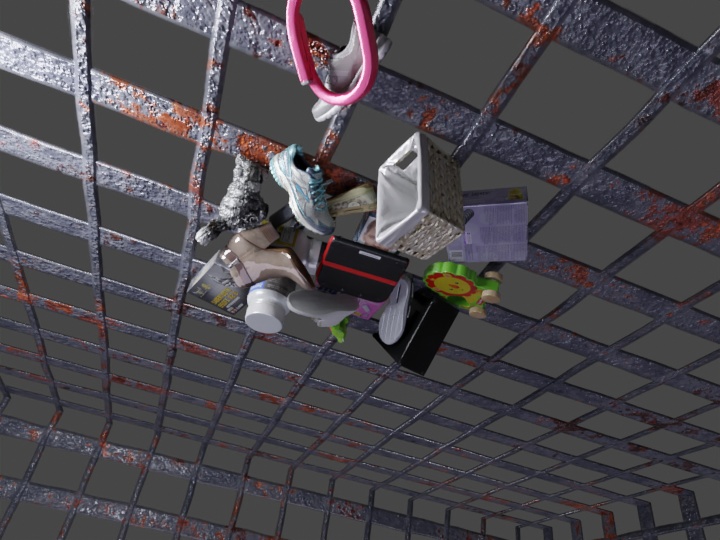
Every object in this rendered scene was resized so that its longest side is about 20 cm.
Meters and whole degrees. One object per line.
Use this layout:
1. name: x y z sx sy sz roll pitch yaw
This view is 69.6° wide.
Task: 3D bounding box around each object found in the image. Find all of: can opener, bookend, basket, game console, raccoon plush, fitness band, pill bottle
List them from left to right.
1. raccoon plush: -0.275 -0.149 1.105 0.096 0.200 0.135 29 151 27
2. pill bottle: -0.222 0.049 1.315 0.111 0.203 0.115 6 143 4
3. pill bottle: -0.196 -0.053 1.252 0.196 0.114 0.113 14 143 -5
4. can opener: -0.141 -0.166 1.162 0.198 0.053 0.068 -26 98 38
5. fitness band: -0.045 -0.365 0.820 0.141 0.037 0.204 -2 113 31
6. game console: 0.000 0.000 1.252 0.196 0.031 0.178 16 136 -11
7. bookend: 0.146 0.149 1.434 0.091 0.201 0.200 27 -176 -24
8. basket: 0.116 -0.138 1.009 0.122 0.203 0.135 25 141 -27

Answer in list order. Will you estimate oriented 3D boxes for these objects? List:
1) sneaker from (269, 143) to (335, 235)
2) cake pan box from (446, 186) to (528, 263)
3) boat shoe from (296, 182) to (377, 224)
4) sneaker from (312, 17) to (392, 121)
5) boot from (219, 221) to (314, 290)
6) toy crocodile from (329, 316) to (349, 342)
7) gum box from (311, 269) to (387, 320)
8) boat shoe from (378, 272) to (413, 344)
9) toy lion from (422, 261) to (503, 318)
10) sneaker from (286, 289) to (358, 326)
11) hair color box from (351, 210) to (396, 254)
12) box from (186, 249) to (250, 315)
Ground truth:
1. sneaker: -0.107 -0.166 1.061 0.086 0.077 0.202 -35 89 32
2. cake pan box: 0.278 -0.092 1.153 0.180 0.053 0.202 -1 141 17
3. boat shoe: -0.054 -0.131 1.137 0.197 0.073 0.064 -19 100 28
4. sneaker: -0.031 -0.344 0.896 0.082 0.075 0.200 40 130 -12
5. boot: -0.215 -0.005 1.170 0.145 0.070 0.202 -34 95 5
6. toy crocodile: -0.076 0.137 1.510 0.060 0.068 0.202 3 140 16
7. gum box: -0.027 0.052 1.388 0.197 0.067 0.114 22 140 -16
8. boat shoe: 0.105 0.101 1.362 0.071 0.071 0.203 28 118 25
9. toy lion: 0.246 0.042 1.295 0.188 0.070 0.201 14 157 4
10. sneaker: -0.113 0.106 1.326 0.197 0.075 0.116 7 147 -32
11. hair color box: 0.037 -0.071 1.223 0.098 0.061 0.201 16 141 -9
12. box: -0.376 0.039 1.462 0.157 0.049 0.199 31 137 -26
